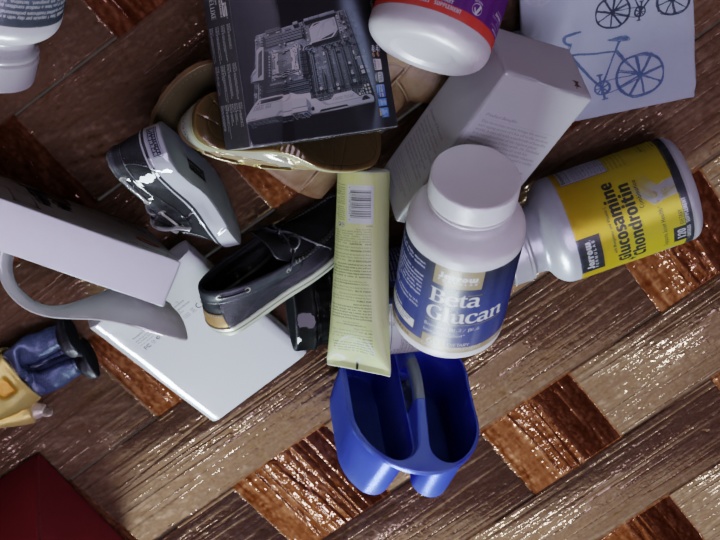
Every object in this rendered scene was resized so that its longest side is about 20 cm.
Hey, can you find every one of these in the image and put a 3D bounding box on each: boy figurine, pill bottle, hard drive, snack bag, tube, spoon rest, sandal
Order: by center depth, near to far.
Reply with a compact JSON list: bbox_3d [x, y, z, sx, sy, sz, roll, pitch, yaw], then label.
[{"bbox_3d":[-0.309,-0.261,1.328,0.120,0.120,0.200,9,118,-17],"label":"pill bottle"},{"bbox_3d":[0.087,-0.282,1.369,0.112,0.112,0.200,23,79,-24],"label":"pill bottle"},{"bbox_3d":[0.093,-0.019,1.435,0.111,0.111,0.200,-4,140,-10],"label":"pill bottle"},{"bbox_3d":[-0.174,-0.145,1.466,0.078,0.070,0.212,-11,146,-22],"label":"sandal"},{"bbox_3d":[-0.260,0.031,1.486,0.200,0.099,0.061,23,89,2],"label":"spoon rest"},{"bbox_3d":[0.000,0.000,1.496,0.052,0.058,0.200,-1,98,-13],"label":"tube"},{"bbox_3d":[0.239,-0.242,1.520,0.189,0.021,0.200,-12,123,-6],"label":"snack bag"},{"bbox_3d":[-0.373,0.118,1.581,0.200,0.064,0.124,-28,125,1],"label":"boy figurine"},{"bbox_3d":[0.240,-0.055,1.581,0.200,0.112,0.112,-20,123,0],"label":"pill bottle"},{"bbox_3d":[0.026,0.031,1.586,0.200,0.112,0.112,-5,122,-9],"label":"pill bottle"},{"bbox_3d":[-0.166,0.066,1.597,0.132,0.026,0.200,-37,131,11],"label":"hard drive"}]

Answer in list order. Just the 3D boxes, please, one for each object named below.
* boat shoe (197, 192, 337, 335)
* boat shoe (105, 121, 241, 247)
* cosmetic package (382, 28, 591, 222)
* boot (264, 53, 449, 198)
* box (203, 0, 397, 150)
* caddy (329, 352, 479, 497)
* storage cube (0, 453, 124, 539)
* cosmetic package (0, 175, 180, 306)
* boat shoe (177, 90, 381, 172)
[{"bbox_3d":[-0.079,-0.017,1.529,0.200,0.075,0.062,-38,131,-13],"label":"boat shoe"},{"bbox_3d":[-0.174,-0.069,1.441,0.068,0.074,0.199,-21,157,11],"label":"boat shoe"},{"bbox_3d":[0.115,-0.127,1.458,0.101,0.071,0.200,12,134,-31],"label":"cosmetic package"},{"bbox_3d":[0.017,-0.146,1.510,0.175,0.066,0.200,34,112,-25],"label":"boot"},{"bbox_3d":[-0.057,-0.215,1.374,0.158,0.050,0.200,-11,96,-33],"label":"box"},{"bbox_3d":[0.045,0.142,1.616,0.141,0.200,0.105,5,136,-18],"label":"caddy"},{"bbox_3d":[-0.360,0.339,1.650,0.171,0.180,0.200,-32,121,8],"label":"storage cube"},{"bbox_3d":[-0.283,-0.035,1.452,0.200,0.151,0.052,20,98,-23],"label":"cosmetic package"},{"bbox_3d":[-0.075,-0.130,1.430,0.200,0.066,0.074,9,83,-32],"label":"boat shoe"}]
